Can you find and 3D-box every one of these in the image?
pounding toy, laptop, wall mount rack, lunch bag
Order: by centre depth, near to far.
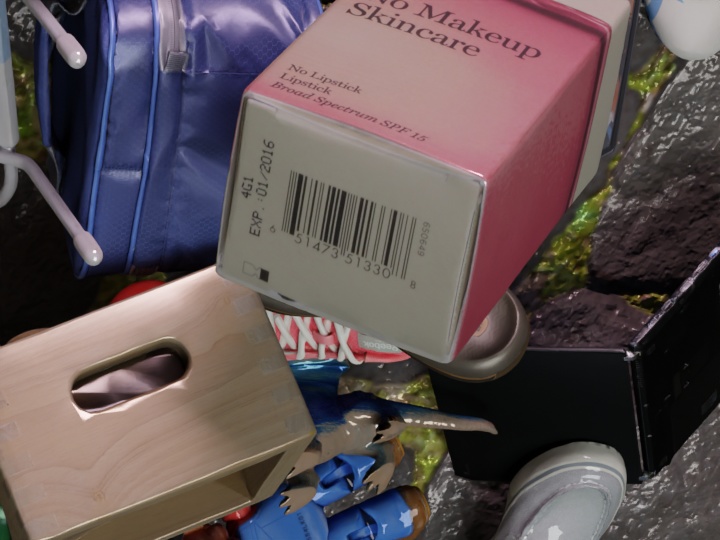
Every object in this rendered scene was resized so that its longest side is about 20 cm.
[{"bbox_3d":[-0.195,-0.090,1.496,0.173,0.075,0.201,14,129,20],"label":"wall mount rack"},{"bbox_3d":[-0.101,-0.096,1.528,0.132,0.136,0.201,-4,131,-15],"label":"lunch bag"},{"bbox_3d":[-0.148,0.069,1.536,0.199,0.143,0.184,-21,168,-16],"label":"pounding toy"},{"bbox_3d":[0.149,0.044,1.794,0.200,0.103,0.177,-47,155,-17],"label":"laptop"}]

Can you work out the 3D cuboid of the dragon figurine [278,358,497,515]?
[{"bbox_3d":[-0.022,0.081,1.735,0.199,0.100,0.059,-16,136,-19],"label":"dragon figurine"}]

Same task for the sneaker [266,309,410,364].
[{"bbox_3d":[-0.011,0.019,1.693,0.199,0.087,0.074,-17,128,-10],"label":"sneaker"}]

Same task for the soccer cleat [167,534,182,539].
[{"bbox_3d":[-0.127,0.176,1.665,0.068,0.201,0.073,-12,168,-38],"label":"soccer cleat"}]

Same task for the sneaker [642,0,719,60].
[{"bbox_3d":[0.205,-0.198,1.636,0.072,0.073,0.201,-3,126,-23],"label":"sneaker"}]

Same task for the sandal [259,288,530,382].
[{"bbox_3d":[0.000,0.000,1.644,0.082,0.199,0.055,-60,171,-15],"label":"sandal"}]

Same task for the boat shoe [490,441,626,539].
[{"bbox_3d":[0.112,0.186,1.845,0.070,0.072,0.201,12,136,-18],"label":"boat shoe"}]

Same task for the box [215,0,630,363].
[{"bbox_3d":[0.033,-0.065,1.439,0.127,0.200,0.109,20,126,15],"label":"box"}]

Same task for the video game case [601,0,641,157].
[{"bbox_3d":[0.089,-0.122,1.617,0.180,0.025,0.201,-29,137,-40],"label":"video game case"}]

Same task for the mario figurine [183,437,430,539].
[{"bbox_3d":[-0.067,0.159,1.772,0.199,0.124,0.106,-24,147,-21],"label":"mario figurine"}]
